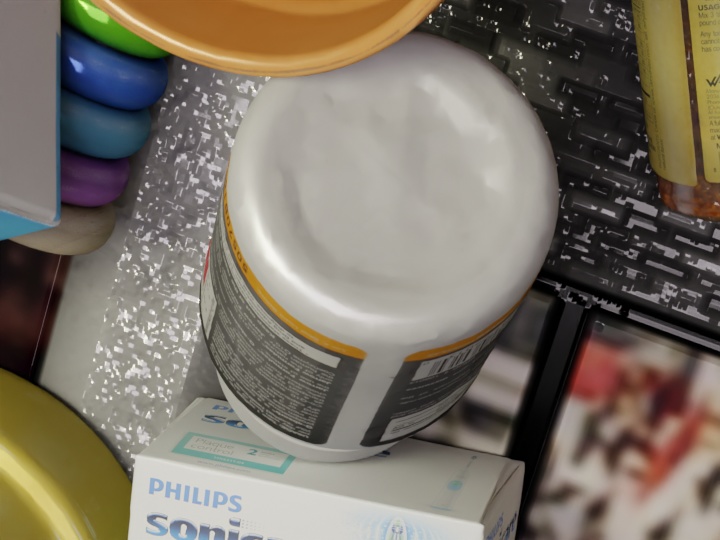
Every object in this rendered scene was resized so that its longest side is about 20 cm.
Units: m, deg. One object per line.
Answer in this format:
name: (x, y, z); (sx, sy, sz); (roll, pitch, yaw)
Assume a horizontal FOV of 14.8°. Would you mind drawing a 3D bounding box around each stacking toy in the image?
stacking toy: (-0.097, -0.110, 1.088); (0.085, 0.085, 0.201); (30, 106, 5)

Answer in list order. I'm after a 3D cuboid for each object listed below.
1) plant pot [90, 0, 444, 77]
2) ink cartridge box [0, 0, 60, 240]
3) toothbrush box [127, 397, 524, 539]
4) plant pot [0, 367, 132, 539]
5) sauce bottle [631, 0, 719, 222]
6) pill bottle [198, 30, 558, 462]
plant pot: (-0.014, -0.184, 0.933); (0.199, 0.140, 0.201); (15, 122, 25)
ink cartridge box: (-0.234, -0.082, 1.047); (0.199, 0.146, 0.148); (-13, 70, 32)
toothbrush box: (-0.021, 0.168, 1.137); (0.146, 0.085, 0.201); (11, 106, 12)
plant pot: (-0.203, 0.155, 1.127); (0.200, 0.189, 0.202); (4, 107, 14)
sauce bottle: (0.129, -0.119, 1.014); (0.066, 0.066, 0.201); (0, 115, 15)
pill bottle: (0.000, 0.000, 1.018); (0.116, 0.200, 0.117); (3, 71, -8)
